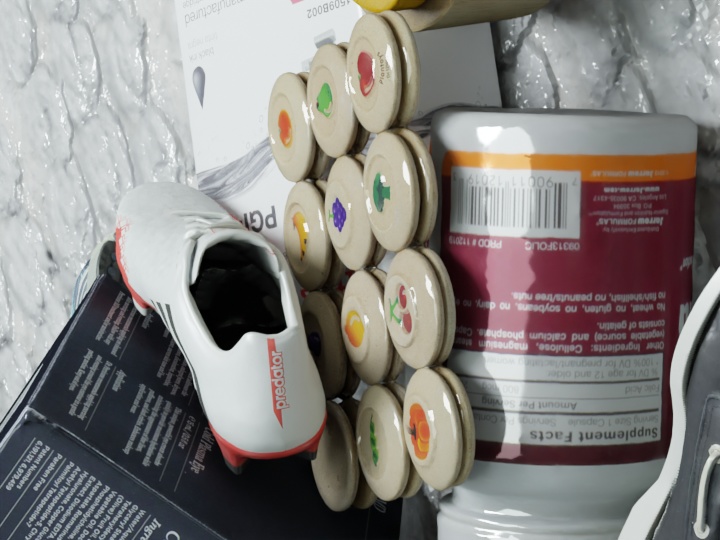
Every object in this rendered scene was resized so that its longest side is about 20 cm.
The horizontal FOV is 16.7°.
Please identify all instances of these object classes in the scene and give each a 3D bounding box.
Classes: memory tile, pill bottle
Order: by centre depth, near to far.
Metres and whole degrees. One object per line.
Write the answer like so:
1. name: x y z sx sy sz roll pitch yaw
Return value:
1. pill bottle: 0.083 0.033 1.039 0.114 0.114 0.200 8 99 50
2. memory tile: 0.000 0.000 1.051 0.153 0.017 0.200 157 105 -66

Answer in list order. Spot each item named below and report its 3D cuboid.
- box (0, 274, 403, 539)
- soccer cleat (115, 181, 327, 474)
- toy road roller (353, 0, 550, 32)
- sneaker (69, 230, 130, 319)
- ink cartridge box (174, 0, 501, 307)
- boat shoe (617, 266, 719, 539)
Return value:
1. box: -0.084 0.117 1.105 0.182 0.200 0.104 34 105 -6
2. soccer cleat: -0.063 0.005 1.090 0.200 0.069 0.085 -118 23 -49
3. toy road roller: 0.094 -0.162 1.015 0.146 0.123 0.200 47 126 23
4. sneaker: -0.118 0.081 1.329 0.086 0.078 0.200 -28 63 60
5. ink cartridge box: -0.007 -0.067 1.165 0.146 0.083 0.200 -14 82 49
6. boat shoe: 0.152 0.071 0.952 0.060 0.074 0.200 43 127 40
